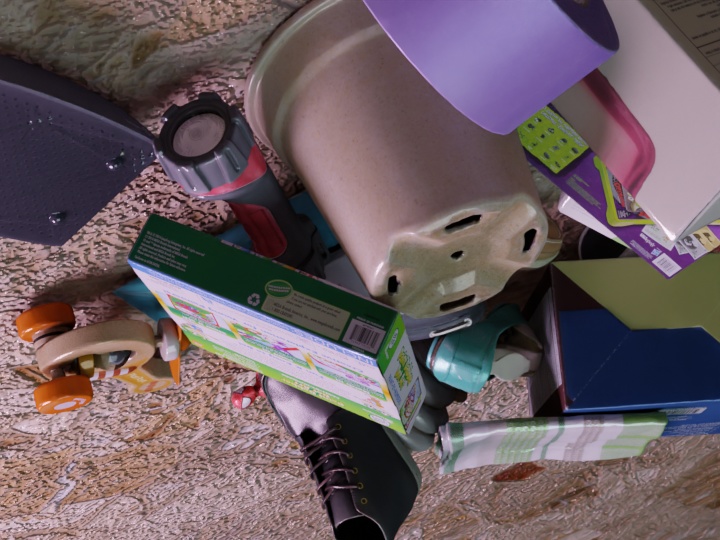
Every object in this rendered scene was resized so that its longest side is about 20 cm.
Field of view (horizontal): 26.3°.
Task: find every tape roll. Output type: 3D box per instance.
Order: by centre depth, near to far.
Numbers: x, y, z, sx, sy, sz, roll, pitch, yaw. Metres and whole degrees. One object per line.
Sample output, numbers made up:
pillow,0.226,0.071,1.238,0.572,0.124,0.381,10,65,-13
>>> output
tape roll,0.063,-0.187,0.917,0.085,0.201,0.199,-35,148,20

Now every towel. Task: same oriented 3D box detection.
towel,0.168,0.157,1.397,0.198,0.031,0.149,-3,166,0

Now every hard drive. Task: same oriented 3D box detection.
hard drive,-0.242,-0.084,1.028,0.135,0.043,0.199,-39,147,25

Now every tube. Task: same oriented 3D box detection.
tube,-0.098,-0.011,1.245,0.199,0.051,0.077,-26,143,15

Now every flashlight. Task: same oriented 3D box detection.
flashlight,-0.084,-0.043,1.118,0.067,0.069,0.201,0,147,18

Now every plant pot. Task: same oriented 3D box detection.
plant pot,0.038,-0.076,1.090,0.199,0.185,0.201,-16,149,-10

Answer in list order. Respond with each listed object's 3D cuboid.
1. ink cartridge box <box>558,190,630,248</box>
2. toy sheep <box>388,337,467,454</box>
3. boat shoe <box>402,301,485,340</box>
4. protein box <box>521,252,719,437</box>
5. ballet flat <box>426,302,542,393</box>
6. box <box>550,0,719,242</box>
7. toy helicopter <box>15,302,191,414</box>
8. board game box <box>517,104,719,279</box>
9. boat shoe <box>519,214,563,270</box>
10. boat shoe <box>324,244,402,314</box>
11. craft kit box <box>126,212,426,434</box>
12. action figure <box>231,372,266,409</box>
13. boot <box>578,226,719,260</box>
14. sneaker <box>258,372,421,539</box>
ink cartridge box,0.259,-0.107,1.257,0.116,0.068,0.200,27,135,-6
toy sheep,0.029,0.115,1.447,0.200,0.138,0.138,-47,145,11
boat shoe,0.009,0.040,1.320,0.198,0.076,0.061,-11,127,16
protein box,0.263,0.077,1.437,0.196,0.136,0.200,-3,165,-3
ballet flat,0.125,0.076,1.389,0.200,0.070,0.068,-14,127,-65
box,0.212,-0.139,1.066,0.127,0.201,0.109,-21,158,-46
toy helicopter,-0.191,0.070,1.284,0.131,0.080,0.200,-20,164,6
board game box,0.217,-0.087,1.222,0.199,0.032,0.120,39,136,-14
boat shoe,0.109,-0.053,1.295,0.199,0.072,0.076,10,125,-43
boat shoe,0.000,0.000,1.261,0.199,0.068,0.072,-18,118,29
craft kit box,-0.055,0.044,1.144,0.049,0.198,0.198,-63,165,-18
action figure,-0.036,0.069,1.390,0.199,0.066,0.052,-35,170,16
boot,0.314,-0.057,1.424,0.143,0.073,0.200,1,150,-36
sneaker,-0.022,0.157,1.340,0.075,0.106,0.200,-34,107,29
